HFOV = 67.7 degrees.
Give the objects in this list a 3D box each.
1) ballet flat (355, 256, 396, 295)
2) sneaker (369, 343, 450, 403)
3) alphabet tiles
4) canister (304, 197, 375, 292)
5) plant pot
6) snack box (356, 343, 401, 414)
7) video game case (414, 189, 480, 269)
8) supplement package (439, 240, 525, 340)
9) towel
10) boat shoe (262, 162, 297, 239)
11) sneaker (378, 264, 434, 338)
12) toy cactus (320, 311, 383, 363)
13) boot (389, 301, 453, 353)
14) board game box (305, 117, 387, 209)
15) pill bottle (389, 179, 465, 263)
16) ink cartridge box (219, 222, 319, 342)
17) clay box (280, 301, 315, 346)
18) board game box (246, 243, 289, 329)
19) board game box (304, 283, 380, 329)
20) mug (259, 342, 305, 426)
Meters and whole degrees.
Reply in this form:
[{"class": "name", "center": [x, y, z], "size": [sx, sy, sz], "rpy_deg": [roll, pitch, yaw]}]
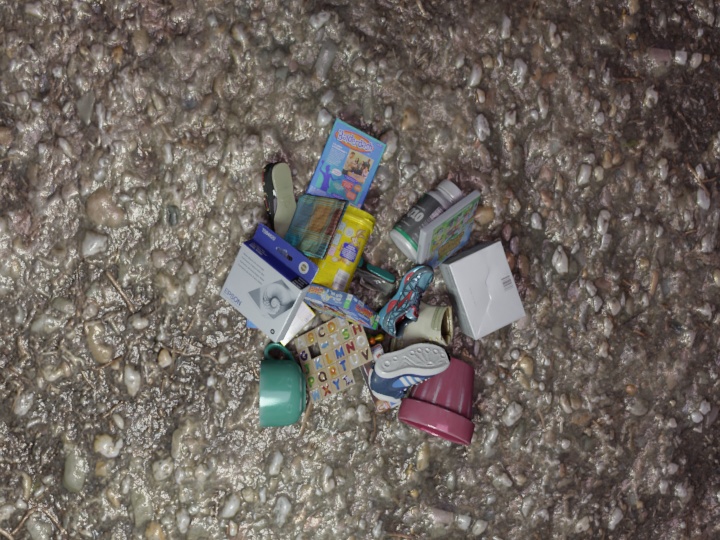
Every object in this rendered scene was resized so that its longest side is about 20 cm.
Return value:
[{"class": "ballet flat", "center": [0.000, 0.000, 1.379], "size": [0.196, 0.068, 0.064], "rpy_deg": [33, 118, -6]}, {"class": "sneaker", "center": [0.117, 0.260, 1.318], "size": [0.192, 0.082, 0.150], "rpy_deg": [-7, 138, -13]}, {"class": "alphabet tiles", "center": [-0.065, 0.211, 1.328], "size": [0.196, 0.007, 0.172], "rpy_deg": [-28, 69, 19]}, {"class": "canister", "center": [-0.064, -0.053, 1.298], "size": [0.144, 0.087, 0.206], "rpy_deg": [20, 79, 9]}, {"class": "plant pot", "center": [0.209, 0.322, 1.369], "size": [0.194, 0.200, 0.185], "rpy_deg": [23, 73, -9]}, {"class": "snack box", "center": [0.048, 0.280, 1.369], "size": [0.070, 0.024, 0.205], "rpy_deg": [-23, 124, -6]}, {"class": "video game case", "center": [0.214, -0.084, 1.336], "size": [0.197, 0.185, 0.022], "rpy_deg": [-36, 61, -25]}, {"class": "supplement package", "center": [0.315, 0.047, 1.405], "size": [0.151, 0.111, 0.207], "rpy_deg": [-22, 96, -7]}, {"class": "towel", "center": [-0.113, -0.107, 1.265], "size": [0.021, 0.197, 0.151], "rpy_deg": [26, 83, -37]}, {"class": "boat shoe", "center": [-0.202, -0.165, 1.341], "size": [0.072, 0.062, 0.210], "rpy_deg": [-18, 110, -41]}, {"class": "sneaker", "center": [0.128, 0.083, 1.320], "size": [0.078, 0.096, 0.203], "rpy_deg": [19, 113, -37]}, {"class": "toy cactus", "center": [-0.039, 0.167, 1.371], "size": [0.164, 0.102, 0.201], "rpy_deg": [42, 94, 2]}, {"class": "boot", "center": [0.156, 0.180, 1.363], "size": [0.071, 0.151, 0.209], "rpy_deg": [10, 88, -48]}, {"class": "board game box", "center": [-0.036, -0.257, 1.369], "size": [0.148, 0.045, 0.206], "rpy_deg": [24, 89, -9]}, {"class": "pill bottle", "center": [0.177, -0.127, 1.375], "size": [0.200, 0.113, 0.113], "rpy_deg": [-45, 98, -5]}, {"class": "ink cartridge box", "center": [-0.217, 0.027, 1.254], "size": [0.197, 0.040, 0.205], "rpy_deg": [34, 105, 18]}, {"class": "clay box", "center": [-0.217, 0.074, 1.351], "size": [0.114, 0.048, 0.201], "rpy_deg": [-41, 97, -2]}, {"class": "board game box", "center": [-0.224, 0.040, 1.298], "size": [0.099, 0.019, 0.209], "rpy_deg": [5, 96, 12]}, {"class": "board game box", "center": [-0.063, 0.079, 1.272], "size": [0.135, 0.195, 0.035], "rpy_deg": [42, 68, -51]}, {"class": "mug", "center": [-0.190, 0.282, 1.312], "size": [0.110, 0.152, 0.193], "rpy_deg": [1, 92, -10]}]
